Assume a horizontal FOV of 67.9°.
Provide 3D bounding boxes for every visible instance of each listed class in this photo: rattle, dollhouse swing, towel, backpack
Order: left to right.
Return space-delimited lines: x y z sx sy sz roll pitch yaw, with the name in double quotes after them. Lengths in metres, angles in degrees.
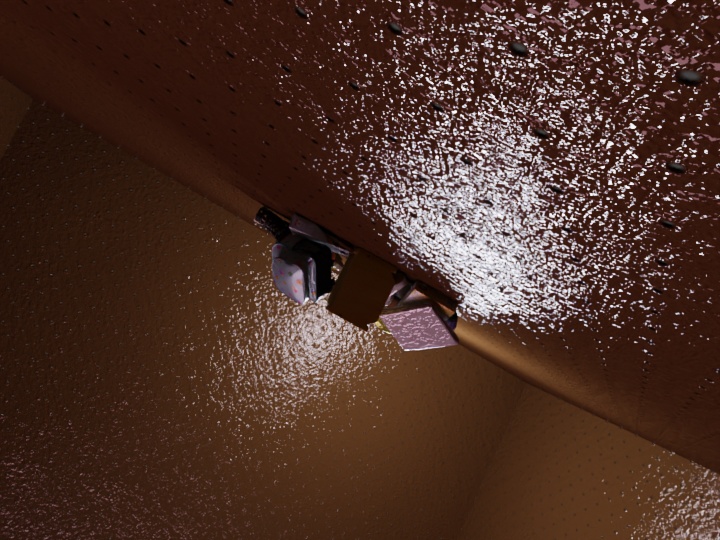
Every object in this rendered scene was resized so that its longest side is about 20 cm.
-0.190 -0.008 1.643 0.197 0.151 0.181 30 136 37 "backpack"
-0.136 -0.026 1.845 0.200 0.139 0.134 -88 -26 -78 "rattle"
0.000 0.058 1.615 0.178 0.205 0.176 27 175 5 "dollhouse swing"
0.176 0.172 1.624 0.195 0.033 0.192 -11 131 36 "towel"

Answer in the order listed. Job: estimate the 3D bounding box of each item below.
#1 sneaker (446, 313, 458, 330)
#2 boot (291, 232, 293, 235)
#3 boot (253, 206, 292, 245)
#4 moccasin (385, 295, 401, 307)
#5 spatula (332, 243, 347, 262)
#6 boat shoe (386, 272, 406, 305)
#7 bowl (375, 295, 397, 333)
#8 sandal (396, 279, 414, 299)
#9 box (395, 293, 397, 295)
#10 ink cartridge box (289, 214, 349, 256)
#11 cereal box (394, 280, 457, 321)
0.230 0.103 1.698 0.198 0.076 0.089 35 150 23 "sneaker"
-0.166 -0.062 1.810 0.204 0.071 0.167 60 173 8 "boot"
-0.303 -0.144 1.848 0.148 0.074 0.201 32 -154 -6 "boot"
0.071 0.102 1.791 0.198 0.080 0.073 29 -172 25 "moccasin"
-0.050 -0.040 1.780 0.200 0.020 0.058 49 163 50 "spatula"
0.074 0.070 1.629 0.197 0.071 0.070 -27 110 41 "boat shoe"
0.118 0.108 1.904 0.197 0.205 0.107 31 134 -32 "bowl"
0.141 0.050 1.681 0.209 0.078 0.070 37 -152 -6 "sandal"
0.165 0.078 1.808 0.196 0.050 0.082 30 176 -7 "box"
-0.119 -0.106 1.645 0.194 0.052 0.162 20 175 -1 "ink cartridge box"
0.186 0.125 1.621 0.141 0.040 0.201 27 142 -4 "cereal box"
